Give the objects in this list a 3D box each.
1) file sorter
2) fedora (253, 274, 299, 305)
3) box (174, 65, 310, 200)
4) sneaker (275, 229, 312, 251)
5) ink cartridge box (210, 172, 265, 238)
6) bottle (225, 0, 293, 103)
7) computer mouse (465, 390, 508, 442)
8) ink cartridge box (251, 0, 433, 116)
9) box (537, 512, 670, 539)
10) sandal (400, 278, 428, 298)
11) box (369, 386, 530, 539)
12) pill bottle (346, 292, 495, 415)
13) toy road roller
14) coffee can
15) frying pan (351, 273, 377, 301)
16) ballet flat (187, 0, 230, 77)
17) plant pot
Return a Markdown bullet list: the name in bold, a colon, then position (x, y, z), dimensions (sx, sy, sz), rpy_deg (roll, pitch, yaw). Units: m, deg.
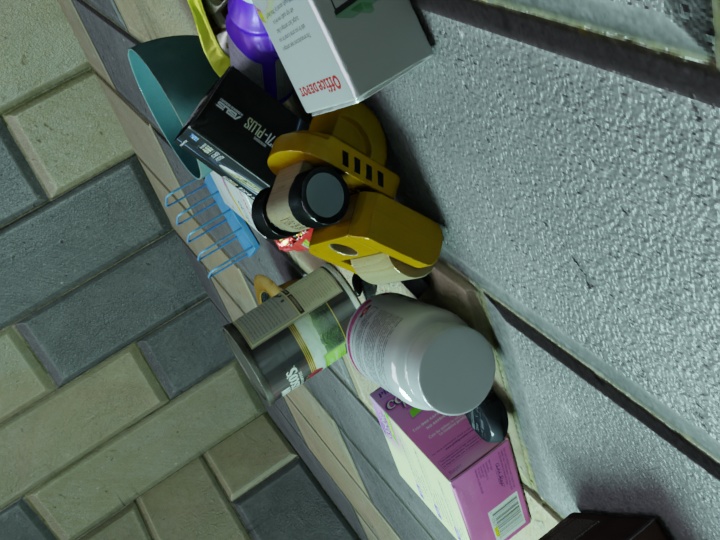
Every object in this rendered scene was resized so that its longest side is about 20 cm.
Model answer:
- **file sorter**: position (-0.329, -0.099, 1.930), dimensions (0.202, 0.122, 0.139), rpy_deg (59, 166, -1)
- **fedora**: position (-0.132, 0.077, 1.703), dimensions (0.201, 0.081, 0.202), rpy_deg (49, 157, 29)
- **box**: position (-0.128, -0.147, 1.056), dimensions (0.163, 0.087, 0.200), rpy_deg (36, 173, -16)
- **sneaker**: position (-0.079, -0.055, 1.236), dimensions (0.200, 0.084, 0.078), rpy_deg (146, 104, -76)
- **ink cartridge box**: position (-0.179, -0.158, 1.393), dimensions (0.200, 0.085, 0.149), rpy_deg (39, 155, 56)
- **bottle**: position (-0.115, -0.266, 0.999), dimensions (0.084, 0.065, 0.201), rpy_deg (49, 163, 16)
- **computer mouse**: position (0.128, 0.140, 1.079), dimensions (0.200, 0.034, 0.059), rpy_deg (-129, 23, -52)
- **ink cartridge box**: position (-0.037, -0.245, 0.745), dimensions (0.202, 0.083, 0.145), rpy_deg (63, 165, -14)
- **box**: position (0.235, 0.358, 0.873), dimensions (0.167, 0.163, 0.200), rpy_deg (57, 165, 7)
- **sandal**: position (-0.001, -0.037, 1.053), dimensions (0.200, 0.043, 0.076), rpy_deg (47, -179, 24)
- **box**: position (0.120, 0.253, 1.185), dimensions (0.200, 0.096, 0.178), rpy_deg (40, 156, 50)
- **pill bottle**: position (0.066, 0.095, 1.014), dimensions (0.114, 0.113, 0.200), rpy_deg (63, 165, -16)
- **toy road roller**: position (-0.004, -0.085, 0.921), dimensions (0.198, 0.148, 0.122), rpy_deg (27, 162, -27)
- **coffee can**: position (-0.102, 0.101, 1.418), dimensions (0.147, 0.199, 0.147), rpy_deg (52, 165, 21)
- **frying pan**: position (-0.006, -0.016, 1.119), dimensions (0.190, 0.030, 0.117), rpy_deg (72, 179, -82)
- **ballet flat**: position (-0.178, -0.326, 1.114), dimensions (0.066, 0.067, 0.202), rpy_deg (4, 125, 46)
- **plant pot**: position (-0.222, -0.251, 1.247), dimensions (0.201, 0.134, 0.201), rpy_deg (52, 164, 21)
